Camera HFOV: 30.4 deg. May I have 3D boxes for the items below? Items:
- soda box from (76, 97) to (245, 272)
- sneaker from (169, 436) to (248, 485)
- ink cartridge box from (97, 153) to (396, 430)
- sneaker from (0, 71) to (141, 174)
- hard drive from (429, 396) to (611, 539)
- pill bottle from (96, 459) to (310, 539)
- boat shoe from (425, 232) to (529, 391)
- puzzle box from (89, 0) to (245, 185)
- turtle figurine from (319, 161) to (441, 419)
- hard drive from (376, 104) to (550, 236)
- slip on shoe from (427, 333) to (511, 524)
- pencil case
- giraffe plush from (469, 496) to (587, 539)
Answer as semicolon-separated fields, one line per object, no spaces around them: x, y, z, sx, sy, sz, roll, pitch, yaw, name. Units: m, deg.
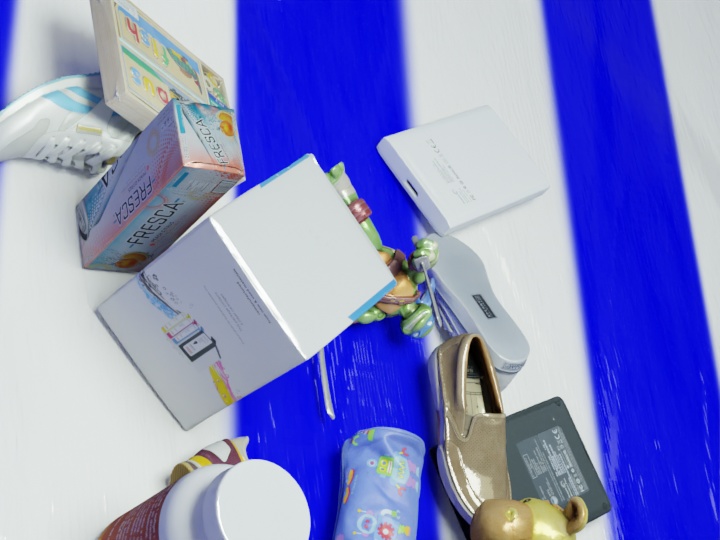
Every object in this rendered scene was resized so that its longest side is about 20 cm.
-0.181;-0.071;1.175;0.063;0.200;0.069;6;61;-37;soda box
-0.084;0.241;1.169;0.090;0.075;0.201;-25;84;-39;sneaker
-0.103;0.022;1.188;0.145;0.199;0.147;55;45;-3;ink cartridge box
-0.263;-0.131;1.230;0.199;0.076;0.081;-24;84;-43;sneaker
0.174;0.225;1.421;0.199;0.033;0.141;-14;76;-43;hard drive
-0.128;0.221;1.054;0.111;0.200;0.113;19;55;-30;pill bottle
0.113;0.045;1.449;0.073;0.066;0.201;0;45;-28;boat shoe
-0.185;-0.174;1.284;0.200;0.025;0.134;35;35;-55;puzzle box
0.000;0.000;1.328;0.194;0.144;0.200;49;42;-1;turtle figurine
0.124;-0.121;1.565;0.199;0.027;0.132;-23;71;-44;hard drive
0.120;0.161;1.345;0.075;0.061;0.202;7;63;-32;slip on shoe
0.009;0.242;1.243;0.086;0.078;0.201;24;53;-18;pencil case
0.148;0.284;1.240;0.200;0.171;0.164;36;64;-42;giraffe plush
